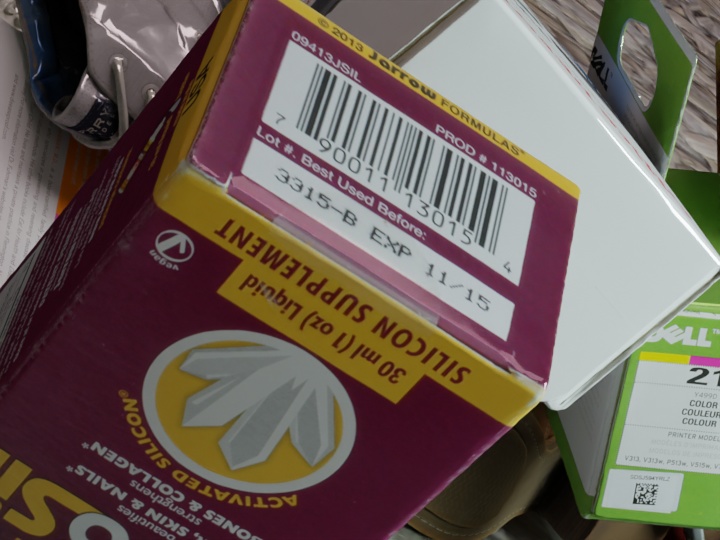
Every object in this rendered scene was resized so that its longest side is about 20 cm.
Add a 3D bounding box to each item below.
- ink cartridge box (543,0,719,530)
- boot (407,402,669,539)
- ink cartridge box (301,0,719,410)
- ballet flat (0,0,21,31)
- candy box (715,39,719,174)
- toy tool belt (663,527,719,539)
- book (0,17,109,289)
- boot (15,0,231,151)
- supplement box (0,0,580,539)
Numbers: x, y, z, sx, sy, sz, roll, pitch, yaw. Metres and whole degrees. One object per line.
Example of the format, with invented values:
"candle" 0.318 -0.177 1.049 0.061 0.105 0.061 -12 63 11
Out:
"ink cartridge box" 0.132 -0.015 0.978 0.075 0.201 0.148 6 25 -9
"boot" 0.040 0.060 1.099 0.200 0.074 0.155 28 15 -39
"ink cartridge box" 0.037 -0.061 0.875 0.145 0.084 0.200 47 9 -25
"ballet flat" -0.159 -0.071 1.021 0.072 0.072 0.200 28 27 -25
"candy box" 0.192 -0.006 1.013 0.056 0.201 0.117 -2 -1 -6
"toy tool belt" 0.225 0.158 1.075 0.200 0.122 0.125 -114 -172 -50
"book" -0.100 -0.003 0.909 0.200 0.048 0.134 40 34 -31
"boot" -0.075 -0.045 0.892 0.095 0.074 0.201 7 48 -43
"supplement box" -0.042 0.028 0.756 0.131 0.200 0.103 31 40 -14
